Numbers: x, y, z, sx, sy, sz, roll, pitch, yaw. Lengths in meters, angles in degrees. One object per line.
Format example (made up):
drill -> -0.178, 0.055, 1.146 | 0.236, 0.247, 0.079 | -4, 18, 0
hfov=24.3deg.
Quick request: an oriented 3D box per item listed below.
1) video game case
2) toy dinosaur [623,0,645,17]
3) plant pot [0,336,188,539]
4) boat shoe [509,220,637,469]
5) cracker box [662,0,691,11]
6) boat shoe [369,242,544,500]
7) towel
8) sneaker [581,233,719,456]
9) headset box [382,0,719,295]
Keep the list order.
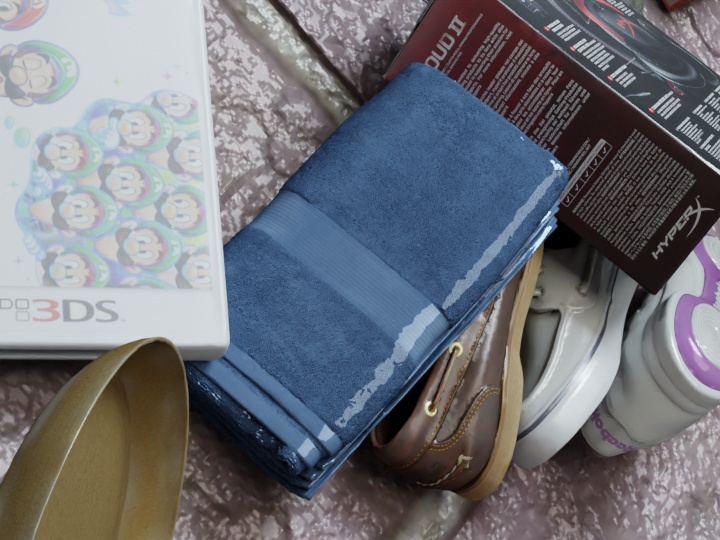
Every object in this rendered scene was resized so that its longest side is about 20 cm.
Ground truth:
video game case -> -0.154, -0.058, 0.746 | 0.181, 0.024, 0.201 | 1, 68, -20
toy dinosaur -> 0.147, -0.155, 1.013 | 0.088, 0.047, 0.201 | -33, 93, -46
plant pot -> -0.111, 0.120, 0.634 | 0.027, 0.201, 0.201 | 13, 56, 9
boat shoe -> 0.104, 0.016, 0.889 | 0.066, 0.072, 0.201 | 39, 51, -13
cracker box -> 0.202, -0.285, 1.100 | 0.134, 0.058, 0.201 | -32, 89, -40
boat shoe -> 0.047, 0.013, 0.848 | 0.070, 0.070, 0.201 | 24, 56, -27
towel -> 0.000, 0.000, 0.794 | 0.112, 0.049, 0.200 | 41, 74, 10
sneaker -> 0.168, 0.038, 0.926 | 0.075, 0.100, 0.200 | 48, 28, 2
headset box -> 0.115, -0.095, 0.887 | 0.200, 0.075, 0.149 | 39, 27, 7
